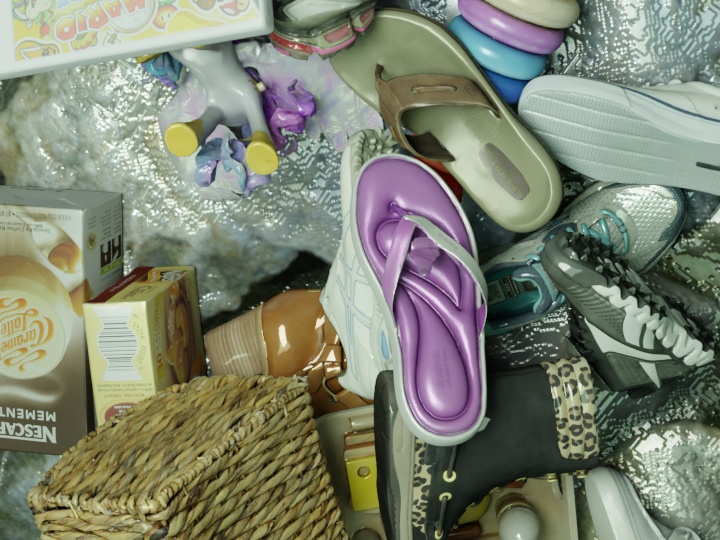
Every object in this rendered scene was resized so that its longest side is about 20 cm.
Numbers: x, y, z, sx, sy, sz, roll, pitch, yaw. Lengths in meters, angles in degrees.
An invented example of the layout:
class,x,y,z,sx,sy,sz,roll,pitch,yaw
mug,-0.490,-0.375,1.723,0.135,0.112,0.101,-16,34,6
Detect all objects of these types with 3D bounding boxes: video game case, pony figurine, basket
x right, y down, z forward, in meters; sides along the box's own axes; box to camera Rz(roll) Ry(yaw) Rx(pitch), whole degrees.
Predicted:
class,x,y,z,sx,sy,sz,roll,pitch,yaw
video game case,-0.157,-0.225,0.918,0.200,0.023,0.182,-7,86,18
pony figurine,-0.091,-0.131,1.039,0.166,0.200,0.193,-24,113,11
basket,-0.120,0.176,1.002,0.143,0.200,0.149,-3,110,33

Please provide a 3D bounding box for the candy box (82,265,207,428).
class,x,y,z,sx,sy,sz,roll,pitch,yaw
candy box,-0.160,0.106,1.132,0.055,0.115,0.200,-1,103,13

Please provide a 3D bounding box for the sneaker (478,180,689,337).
class,x,y,z,sx,sy,sz,roll,pitch,yaw
sneaker,0.149,-0.001,1.055,0.200,0.086,0.078,-31,96,17

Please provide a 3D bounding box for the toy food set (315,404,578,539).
class,x,y,z,sx,sy,sz,roll,pitch,yaw
toy food set,0.061,0.170,1.097,0.200,0.060,0.144,-10,112,-4

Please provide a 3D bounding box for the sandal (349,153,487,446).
class,x,y,z,sx,sy,sz,roll,pitch,yaw
sandal,0.048,0.012,0.953,0.082,0.050,0.203,-10,75,-14

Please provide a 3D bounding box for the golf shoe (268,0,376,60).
class,x,y,z,sx,sy,sz,roll,pitch,yaw
golf shoe,0.012,-0.228,0.979,0.073,0.200,0.092,28,146,26

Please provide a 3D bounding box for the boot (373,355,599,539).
class,x,y,z,sx,sy,sz,roll,pitch,yaw
boot,0.088,0.145,1.025,0.150,0.073,0.200,-9,120,-8

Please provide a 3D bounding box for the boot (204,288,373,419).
class,x,y,z,sx,sy,sz,roll,pitch,yaw
boot,-0.017,0.107,1.132,0.155,0.077,0.200,-19,91,12

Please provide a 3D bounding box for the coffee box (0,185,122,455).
class,x,y,z,sx,sy,sz,roll,pitch,yaw
coffee box,-0.254,0.039,1.154,0.114,0.080,0.200,4,104,12

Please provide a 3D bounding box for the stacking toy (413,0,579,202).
class,x,y,z,sx,sy,sz,roll,pitch,yaw
stacking toy,0.081,-0.119,1.050,0.085,0.085,0.200,26,113,5

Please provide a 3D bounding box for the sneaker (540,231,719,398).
class,x,y,z,sx,sy,sz,roll,pitch,yaw
sneaker,0.173,0.042,1.019,0.090,0.200,0.067,-43,47,15

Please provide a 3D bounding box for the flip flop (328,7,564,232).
class,x,y,z,sx,sy,sz,roll,pitch,yaw
flip flop,0.055,-0.102,0.993,0.200,0.058,0.081,48,123,9

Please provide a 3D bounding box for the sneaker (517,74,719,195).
class,x,y,z,sx,sy,sz,roll,pitch,yaw
sneaker,0.209,-0.102,1.026,0.200,0.071,0.073,16,133,-1

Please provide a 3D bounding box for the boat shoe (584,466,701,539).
class,x,y,z,sx,sy,sz,roll,pitch,yaw
boat shoe,0.235,0.232,1.106,0.068,0.072,0.200,-26,90,-5

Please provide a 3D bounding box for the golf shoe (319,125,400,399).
class,x,y,z,sx,sy,sz,roll,pitch,yaw
golf shoe,0.000,0.000,1.045,0.097,0.078,0.200,-6,94,39
